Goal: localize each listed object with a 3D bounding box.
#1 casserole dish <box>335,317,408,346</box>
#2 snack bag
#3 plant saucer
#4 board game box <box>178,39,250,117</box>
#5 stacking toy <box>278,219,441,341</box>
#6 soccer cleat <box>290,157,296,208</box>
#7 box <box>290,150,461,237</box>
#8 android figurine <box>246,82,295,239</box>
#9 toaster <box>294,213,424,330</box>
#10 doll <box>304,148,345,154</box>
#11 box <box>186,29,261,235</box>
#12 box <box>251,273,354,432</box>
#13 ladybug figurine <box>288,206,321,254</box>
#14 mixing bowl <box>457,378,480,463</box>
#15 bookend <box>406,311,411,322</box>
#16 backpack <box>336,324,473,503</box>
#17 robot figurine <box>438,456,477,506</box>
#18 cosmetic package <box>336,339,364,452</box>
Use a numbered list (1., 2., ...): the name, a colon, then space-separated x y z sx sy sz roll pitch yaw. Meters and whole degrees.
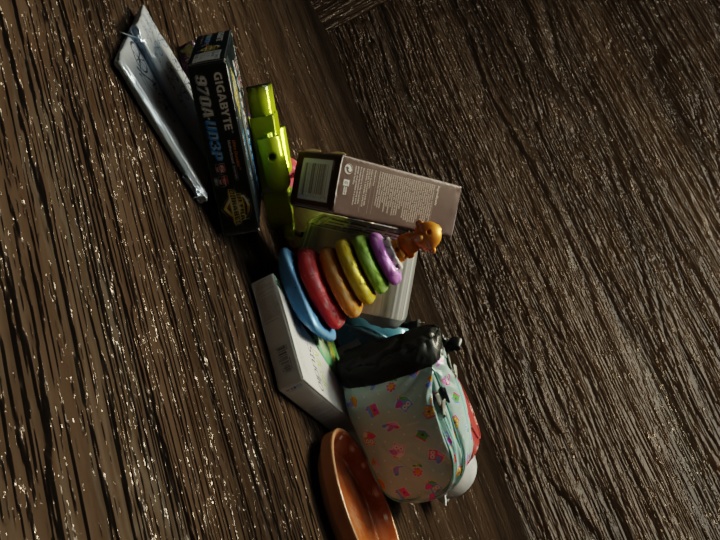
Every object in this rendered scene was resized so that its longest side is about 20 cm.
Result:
1. casserole dish: 0.025 0.103 1.315 0.200 0.120 0.039 85 28 -70
2. snack bag: -0.218 -0.197 1.013 0.201 0.021 0.190 -99 163 -60
3. plant saucer: -0.001 0.283 1.016 0.202 0.032 0.201 63 9 -17
4. board game box: -0.187 -0.215 1.236 0.200 0.032 0.121 52 12 -56
5. stacking toy: 0.009 -0.007 1.071 0.117 0.198 0.110 65 8 16
6. soccer cleat: -0.108 -0.135 1.407 0.077 0.067 0.200 46 -2 18
7. box: 0.020 -0.095 1.109 0.198 0.100 0.076 7 95 -37
8. android figurine: -0.113 -0.142 1.148 0.182 0.040 0.203 -106 -175 -78
9. toaster: 0.000 0.000 1.183 0.114 0.197 0.131 -8 111 -80
10. doll: -0.041 -0.082 1.329 0.049 0.135 0.202 -58 149 -47
11. box: -0.156 -0.164 1.032 0.159 0.045 0.202 -101 -178 -64
12. box: -0.065 0.109 1.082 0.200 0.036 0.146 55 14 -59
13. ladybug figurine: -0.043 -0.010 1.303 0.072 0.135 0.201 -51 121 -36
14. mixing bowl: 0.108 0.219 1.281 0.202 0.107 0.201 62 11 -21
15. bookend: 0.019 0.081 1.496 0.200 0.091 0.201 57 13 -38
16. backpack: 0.061 0.186 1.107 0.126 0.165 0.202 -34 105 -60
17. robot figurine: 0.140 0.317 1.529 0.200 0.111 0.172 -96 178 -67
18. cosmetic package: 0.027 0.221 1.295 0.201 0.051 0.152 58 10 -42
